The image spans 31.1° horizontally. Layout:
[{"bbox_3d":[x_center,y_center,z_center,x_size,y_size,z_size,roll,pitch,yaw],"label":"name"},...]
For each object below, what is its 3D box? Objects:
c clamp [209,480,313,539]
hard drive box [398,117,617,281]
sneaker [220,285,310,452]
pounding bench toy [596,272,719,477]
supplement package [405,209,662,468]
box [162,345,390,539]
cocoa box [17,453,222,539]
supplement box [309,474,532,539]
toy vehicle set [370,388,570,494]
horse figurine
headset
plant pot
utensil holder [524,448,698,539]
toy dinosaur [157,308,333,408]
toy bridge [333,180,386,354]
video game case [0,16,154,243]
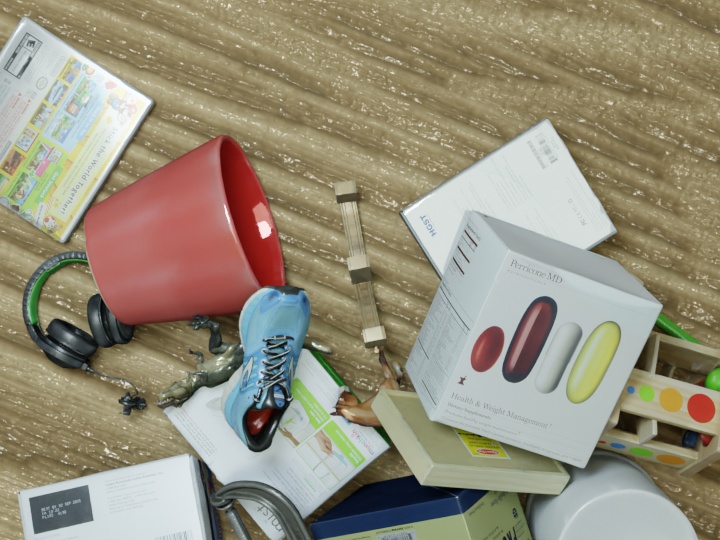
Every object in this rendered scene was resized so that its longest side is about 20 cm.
[{"bbox_3d":[-0.111,0.308,1.447,0.170,0.027,0.201,6,127,37],"label":"c clamp"},{"bbox_3d":[0.167,-0.057,1.497,0.200,0.077,0.156,-32,92,1],"label":"hard drive box"},{"bbox_3d":[-0.089,0.107,1.369,0.078,0.090,0.201,2,121,-22],"label":"sneaker"},{"bbox_3d":[0.350,0.113,1.478,0.155,0.124,0.201,15,68,-2],"label":"pounding bench toy"},{"bbox_3d":[0.182,0.073,1.402,0.191,0.147,0.201,18,105,-16],"label":"supplement package"},{"bbox_3d":[-0.095,0.178,1.495,0.176,0.097,0.200,-41,92,2],"label":"box"},{"bbox_3d":[-0.265,0.297,1.469,0.199,0.131,0.134,-13,75,0],"label":"cocoa box"},{"bbox_3d":[0.083,0.338,1.446,0.199,0.134,0.201,-17,93,31],"label":"supplement box"},{"bbox_3d":[0.121,0.187,1.410,0.199,0.124,0.027,11,119,-35],"label":"toy vehicle set"},{"bbox_3d":[0.062,0.164,1.477,0.200,0.133,0.050,39,124,-17],"label":"horse figurine"},{"bbox_3d":[-0.311,0.075,1.515,0.123,0.094,0.200,-31,77,5],"label":"headset"},{"bbox_3d":[-0.199,-0.031,1.451,0.177,0.200,0.201,-17,92,10],"label":"plant pot"},{"bbox_3d":[0.278,0.301,1.451,0.169,0.200,0.171,0,92,0],"label":"utensil holder"},{"bbox_3d":[-0.137,0.086,1.420,0.199,0.048,0.088,-19,121,-3],"label":"toy dinosaur"},{"bbox_3d":[0.000,0.000,1.498,0.027,0.067,0.201,-11,74,-1],"label":"toy bridge"},{"bbox_3d":[-0.369,-0.164,1.517,0.182,0.023,0.200,33,91,-1],"label":"video game case"}]
